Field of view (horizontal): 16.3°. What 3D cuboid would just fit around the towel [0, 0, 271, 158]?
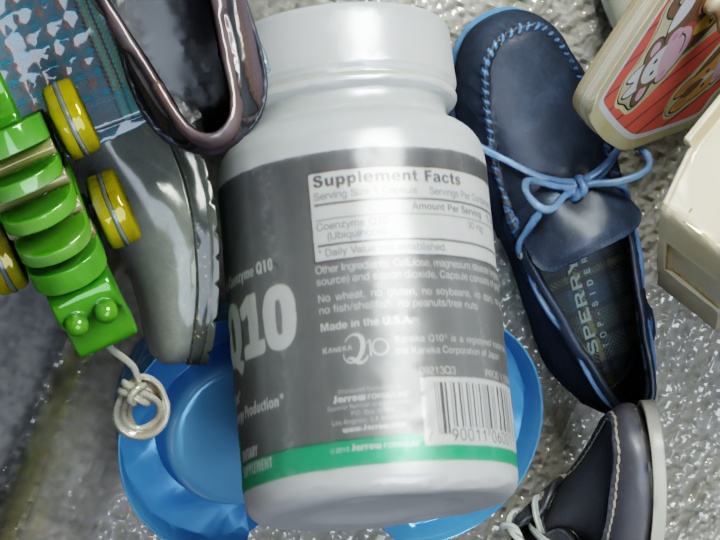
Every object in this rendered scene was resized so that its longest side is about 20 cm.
[{"bbox_3d":[-0.138,-0.138,0.964,0.146,0.022,0.201,-23,103,-1],"label":"towel"}]

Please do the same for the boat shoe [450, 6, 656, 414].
[{"bbox_3d":[0.101,-0.025,1.127,0.084,0.069,0.201,-30,118,-8],"label":"boat shoe"}]

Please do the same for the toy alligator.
[{"bbox_3d":[-0.112,-0.003,0.963,0.059,0.054,0.201,-23,119,-1],"label":"toy alligator"}]

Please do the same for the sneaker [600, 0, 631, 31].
[{"bbox_3d":[0.159,-0.174,1.080,0.070,0.093,0.201,7,106,-23],"label":"sneaker"}]

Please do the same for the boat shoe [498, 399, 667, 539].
[{"bbox_3d":[0.094,0.137,1.160,0.062,0.073,0.201,5,133,-9],"label":"boat shoe"}]

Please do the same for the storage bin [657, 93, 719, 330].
[{"bbox_3d":[0.217,-0.062,1.072,0.094,0.200,0.199,39,87,11],"label":"storage bin"}]

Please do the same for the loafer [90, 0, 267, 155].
[{"bbox_3d":[-0.084,-0.137,0.928,0.072,0.063,0.201,-23,101,0],"label":"loafer"}]

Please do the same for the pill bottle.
[{"bbox_3d":[0.000,0.000,1.031,0.112,0.113,0.201,0,76,-21],"label":"pill bottle"}]

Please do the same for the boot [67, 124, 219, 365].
[{"bbox_3d":[-0.133,-0.049,1.023,0.130,0.068,0.201,-12,96,-13],"label":"boot"}]

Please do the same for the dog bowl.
[{"bbox_3d":[-0.018,0.064,1.125,0.199,0.050,0.112,-1,109,-21],"label":"dog bowl"}]

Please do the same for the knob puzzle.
[{"bbox_3d":[0.165,-0.116,1.049,0.219,0.030,0.220,-42,161,-17],"label":"knob puzzle"}]
